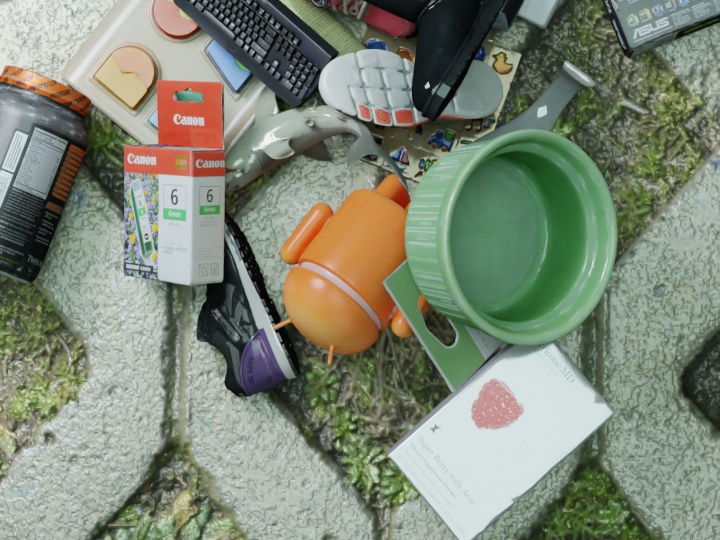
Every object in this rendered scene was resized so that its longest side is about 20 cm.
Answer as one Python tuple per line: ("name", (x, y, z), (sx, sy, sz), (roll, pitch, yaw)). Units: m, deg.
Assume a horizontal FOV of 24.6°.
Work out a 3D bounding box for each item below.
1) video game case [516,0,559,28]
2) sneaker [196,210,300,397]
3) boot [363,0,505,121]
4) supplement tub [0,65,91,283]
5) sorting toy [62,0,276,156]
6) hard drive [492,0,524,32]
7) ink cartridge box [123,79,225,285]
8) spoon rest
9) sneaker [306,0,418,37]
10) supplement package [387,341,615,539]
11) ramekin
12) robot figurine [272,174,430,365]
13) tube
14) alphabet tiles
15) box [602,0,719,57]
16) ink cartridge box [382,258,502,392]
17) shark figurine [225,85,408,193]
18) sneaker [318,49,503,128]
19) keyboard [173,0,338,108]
("video game case", (0.147, -0.379, 1.725), (0.199, 0.024, 0.183), (28, 97, 10))
("sneaker", (-0.139, 0.032, 1.696), (0.087, 0.076, 0.202), (-23, 85, 5))
("boot", (0.048, -0.258, 1.623), (0.161, 0.073, 0.199), (29, 64, 1))
("supplement tub", (-0.354, -0.099, 1.685), (0.122, 0.123, 0.202), (20, 85, 3))
("sorting toy", (-0.187, -0.218, 1.735), (0.200, 0.036, 0.186), (39, 87, 4))
("hard drive", (0.092, -0.347, 1.703), (0.199, 0.042, 0.136), (29, 97, 10))
("ink cartridge box", (-0.190, -0.091, 1.671), (0.108, 0.050, 0.202), (7, 99, 43))
("spoon rest", (0.168, -0.126, 1.716), (0.099, 0.061, 0.201), (37, 99, -3))
("sneaker", (-0.031, -0.294, 1.700), (0.200, 0.074, 0.087), (37, 55, 5))
("supplement package", (0.138, 0.163, 1.653), (0.200, 0.120, 0.121), (-41, 85, -3))
("ramekin", (0.138, -0.033, 1.577), (0.198, 0.097, 0.202), (-2, 93, -29))
("robot figurine", (-0.001, -0.001, 1.666), (0.144, 0.116, 0.200), (42, 74, -13))
("tube", (-0.046, -0.244, 1.727), (0.058, 0.052, 0.200), (-45, 85, 17))
("alphabet tiles", (0.071, -0.196, 1.744), (0.165, 0.006, 0.202), (20, 86, 3))
("box", (0.336, -0.351, 1.734), (0.198, 0.048, 0.195), (-22, 82, 0))
("ink cartridge box", (0.115, 0.001, 1.649), (0.200, 0.048, 0.146), (-41, 112, -19))
("shark figurine", (-0.040, -0.129, 1.688), (0.213, 0.089, 0.129), (-4, 59, 34))
("sneaker", (0.044, -0.174, 1.678), (0.198, 0.082, 0.078), (2, 81, -23))
("keyboard", (-0.100, -0.268, 1.667), (0.200, 0.021, 0.128), (41, 113, 17))
